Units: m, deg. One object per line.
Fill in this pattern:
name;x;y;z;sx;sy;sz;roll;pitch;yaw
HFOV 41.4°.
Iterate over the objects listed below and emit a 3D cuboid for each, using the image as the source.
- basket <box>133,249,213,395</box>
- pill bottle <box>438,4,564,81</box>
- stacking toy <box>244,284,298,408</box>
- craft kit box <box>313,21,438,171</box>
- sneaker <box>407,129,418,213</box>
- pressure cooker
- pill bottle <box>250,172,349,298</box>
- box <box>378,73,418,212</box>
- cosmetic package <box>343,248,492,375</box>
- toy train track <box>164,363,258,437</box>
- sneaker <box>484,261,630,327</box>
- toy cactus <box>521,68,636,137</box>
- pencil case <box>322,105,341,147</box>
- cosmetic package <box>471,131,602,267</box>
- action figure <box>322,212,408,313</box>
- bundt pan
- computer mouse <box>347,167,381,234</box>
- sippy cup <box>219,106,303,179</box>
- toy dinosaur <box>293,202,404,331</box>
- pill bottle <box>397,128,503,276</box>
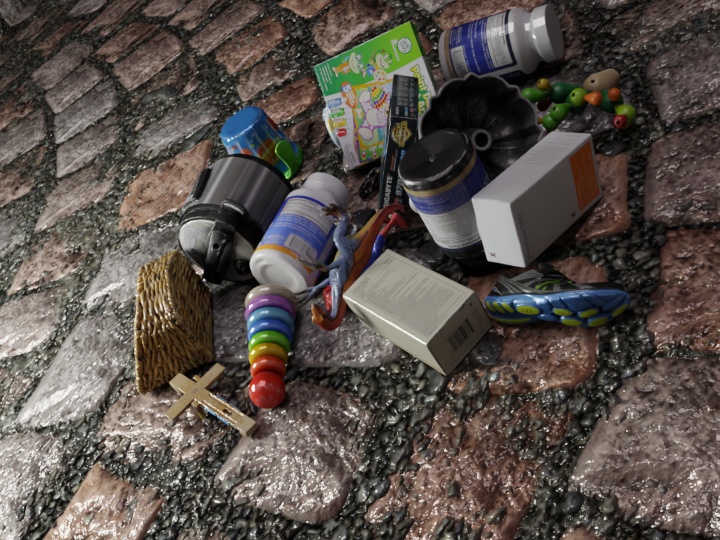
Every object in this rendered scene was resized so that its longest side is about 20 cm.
basket;-0.340;0.077;1.581;0.148;0.143;0.201;-26;37;10
pill bottle;0.246;-0.389;1.664;0.198;0.116;0.117;-10;43;29
stacking toy;-0.139;0.121;1.439;0.084;0.086;0.202;-19;45;20
craft kit box;0.039;-0.304;1.683;0.196;0.202;0.048;-21;-3;16
sneaker;0.116;-0.172;1.561;0.130;0.080;0.200;12;54;50
pressure cooker;-0.216;-0.078;1.631;0.177;0.177;0.201;-4;47;32
pill bottle;-0.092;-0.062;1.568;0.111;0.112;0.201;-3;47;36
box;0.062;-0.209;1.546;0.045;0.161;0.201;7;30;-1
cosmetic package;0.077;0.054;1.337;0.104;0.073;0.199;-45;37;-13
toy train track;-0.220;0.208;1.440;0.199;0.033;0.115;22;57;43
sneaker;0.252;0.025;1.233;0.198;0.071;0.083;-1;54;41
toy cactus;0.353;-0.260;1.477;0.199;0.103;0.164;9;35;46
pencil case;0.031;-0.297;1.750;0.198;0.091;0.084;-21;51;20
cosmetic package;0.247;-0.102;1.315;0.071;0.102;0.200;13;42;45
action figure;0.000;0.000;1.480;0.201;0.052;0.065;-52;34;-14
bundt pan;0.174;-0.194;1.456;0.202;0.202;0.076;-41;7;-9
computer mouse;0.007;-0.111;1.610;0.058;0.034;0.201;-15;40;26
sippy cup;-0.199;-0.238;1.832;0.176;0.131;0.141;-16;39;24
toy dinosaur;-0.024;-0.006;1.408;0.198;0.105;0.184;-15;67;12
pill bottle;0.140;-0.089;1.340;0.111;0.201;0.113;-21;39;18
